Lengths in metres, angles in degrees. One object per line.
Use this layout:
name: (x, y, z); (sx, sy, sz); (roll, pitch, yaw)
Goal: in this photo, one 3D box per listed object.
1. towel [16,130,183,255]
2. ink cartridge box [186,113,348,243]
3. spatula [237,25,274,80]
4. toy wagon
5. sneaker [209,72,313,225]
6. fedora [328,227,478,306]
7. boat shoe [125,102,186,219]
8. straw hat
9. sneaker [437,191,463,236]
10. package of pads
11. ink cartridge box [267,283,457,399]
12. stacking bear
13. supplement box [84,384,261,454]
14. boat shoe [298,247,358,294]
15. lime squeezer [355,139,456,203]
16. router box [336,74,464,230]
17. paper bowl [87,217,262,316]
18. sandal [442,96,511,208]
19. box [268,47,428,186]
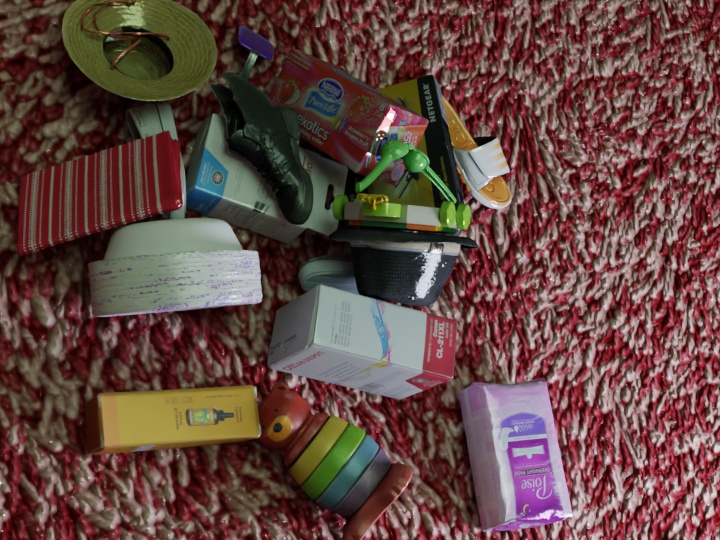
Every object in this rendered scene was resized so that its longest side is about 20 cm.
towel: (-0.306, -0.091, 1.402); (0.199, 0.023, 0.145); (-17, 43, 2)
ink cartridge box: (-0.125, -0.112, 1.570); (0.199, 0.068, 0.116); (20, 64, -20)
spatula: (-0.154, -0.265, 1.603); (0.056, 0.021, 0.200); (26, 46, -18)
toy wagon: (0.044, -0.071, 1.485); (0.200, 0.155, 0.040); (-1, 95, -69)
sneaker: (-0.126, -0.153, 1.505); (0.104, 0.060, 0.200); (6, 63, -35)
fedora: (0.053, -0.004, 1.515); (0.200, 0.200, 0.092); (4, 91, -27)
boat shoe: (-0.258, -0.134, 1.486); (0.065, 0.072, 0.200); (-5, 55, -14)
straw hat: (-0.287, -0.266, 1.529); (0.200, 0.085, 0.202); (9, 53, -12)
sneaker: (0.108, -0.136, 1.692); (0.091, 0.076, 0.201); (16, 55, -64)
package of pads: (0.208, 0.249, 1.618); (0.120, 0.076, 0.201); (-1, 73, -25)
ink cartridge box: (0.001, 0.094, 1.518); (0.199, 0.146, 0.083); (16, 68, -23)
stacking bear: (-0.048, 0.226, 1.472); (0.200, 0.114, 0.122); (39, 101, 1)
supplement box: (-0.223, 0.178, 1.419); (0.199, 0.069, 0.067); (0, 74, -26)
boat shoe: (0.000, 0.000, 1.608); (0.199, 0.072, 0.062); (4, 53, -35)
lime squeezer: (0.062, -0.128, 1.497); (0.200, 0.038, 0.071); (3, 66, -51)
router box: (0.049, -0.152, 1.634); (0.157, 0.052, 0.201); (-14, 75, 13)
paper bowl: (-0.218, -0.003, 1.396); (0.200, 0.200, 0.105); (-5, 87, -29)
sandal: (0.165, -0.184, 1.743); (0.207, 0.059, 0.079); (55, 41, -5)
box: (-0.023, -0.203, 1.566); (0.095, 0.200, 0.100); (13, 108, -52)
